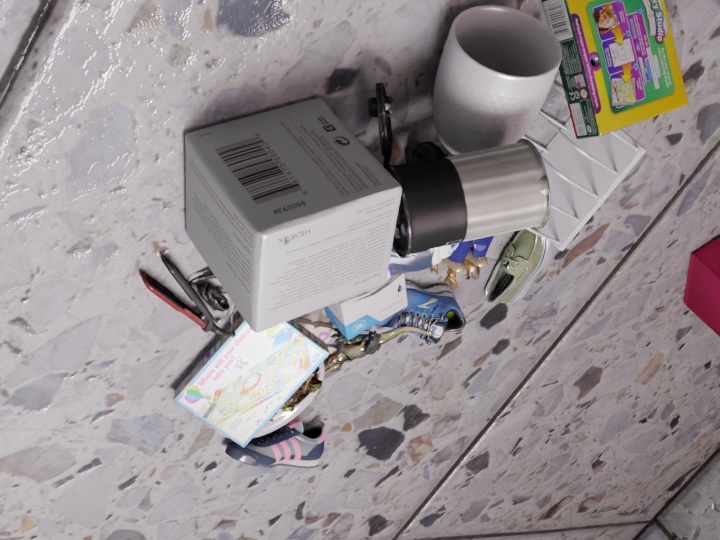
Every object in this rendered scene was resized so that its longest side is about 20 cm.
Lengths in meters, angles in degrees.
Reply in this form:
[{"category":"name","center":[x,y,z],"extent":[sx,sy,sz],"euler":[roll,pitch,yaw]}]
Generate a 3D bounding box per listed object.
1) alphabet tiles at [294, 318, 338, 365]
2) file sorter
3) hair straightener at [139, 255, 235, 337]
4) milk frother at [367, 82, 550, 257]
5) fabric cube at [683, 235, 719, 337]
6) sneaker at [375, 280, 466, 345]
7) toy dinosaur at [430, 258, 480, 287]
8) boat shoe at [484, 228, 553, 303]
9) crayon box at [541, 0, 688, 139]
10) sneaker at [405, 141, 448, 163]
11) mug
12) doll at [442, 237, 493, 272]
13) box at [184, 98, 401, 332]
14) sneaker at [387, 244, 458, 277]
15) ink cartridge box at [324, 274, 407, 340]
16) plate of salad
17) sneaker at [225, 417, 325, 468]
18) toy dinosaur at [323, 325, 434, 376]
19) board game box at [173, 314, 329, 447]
[{"category":"alphabet tiles","center":[-0.127,0.159,1.663],"extent":[0.195,0.015,0.200],"euler":[15,117,-50]},{"category":"file sorter","center":[0.299,-0.160,1.602],"extent":[0.124,0.139,0.200],"euler":[17,116,-48]},{"category":"hair straightener","center":[-0.213,0.035,1.421],"extent":[0.077,0.041,0.200],"euler":[-40,140,0]},{"category":"milk frother","center":[0.114,-0.140,1.316],"extent":[0.188,0.181,0.201],"euler":[-12,115,-13]},{"category":"fabric cube","center":[0.847,0.031,2.263],"extent":[0.199,0.200,0.196],"euler":[-30,145,-13]},{"category":"sneaker","center":[0.098,0.071,1.710],"extent":[0.200,0.089,0.079],"euler":[-1,130,-39]},{"category":"toy dinosaur","center":[0.154,-0.038,1.687],"extent":[0.106,0.060,0.200],"euler":[-56,156,-21]},{"category":"boat shoe","center":[0.272,-0.011,1.797],"extent":[0.062,0.072,0.200],"euler":[-17,142,-33]},{"category":"crayon box","center":[0.359,-0.305,1.471],"extent":[0.172,0.058,0.201],"euler":[-21,101,-26]},{"category":"sneaker","center":[0.128,-0.145,1.528],"extent":[0.088,0.076,0.200],"euler":[-43,154,-7]},{"category":"mug","center":[0.185,-0.248,1.406],"extent":[0.200,0.148,0.176],"euler":[-40,158,-37]},{"category":"doll","center":[0.168,-0.085,1.532],"extent":[0.136,0.049,0.200],"euler":[-13,137,-23]},{"category":"box","center":[-0.087,-0.071,1.285],"extent":[0.200,0.199,0.172],"euler":[-19,141,-27]},{"category":"sneaker","center":[0.065,-0.092,1.448],"extent":[0.146,0.081,0.200],"euler":[-19,115,-2]},{"category":"ink cartridge box","center":[0.000,0.000,1.560],"extent":[0.116,0.067,0.200],"euler":[-29,143,-16]},{"category":"plate of salad","center":[-0.139,0.199,1.643],"extent":[0.200,0.048,0.200],"euler":[-22,139,-21]},{"category":"sneaker","center":[-0.139,0.283,1.760],"extent":[0.200,0.070,0.082],"euler":[10,101,-47]},{"category":"toy dinosaur","center":[0.009,0.114,1.661],"extent":[0.200,0.048,0.088],"euler":[-21,153,24]},{"category":"board game box","center":[-0.161,0.150,1.546],"extent":[0.134,0.034,0.200],"euler":[38,102,-20]}]
